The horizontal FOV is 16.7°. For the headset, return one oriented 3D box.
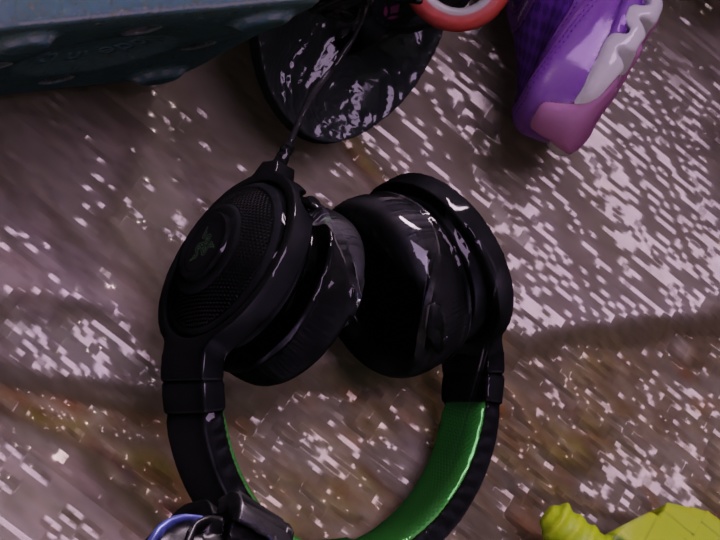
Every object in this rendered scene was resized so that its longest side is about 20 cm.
[{"bbox_3d":[0.000,0.000,0.795,0.123,0.094,0.201,0,87,-37],"label":"headset"}]

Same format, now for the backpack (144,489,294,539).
[{"bbox_3d":[-0.036,0.196,0.675,0.182,0.147,0.201,31,55,-13],"label":"backpack"}]

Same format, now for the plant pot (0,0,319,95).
[{"bbox_3d":[-0.101,-0.162,0.779,0.195,0.196,0.201,-10,87,-30],"label":"plant pot"}]

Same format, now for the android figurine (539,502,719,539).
[{"bbox_3d":[0.128,0.161,0.838,0.200,0.041,0.182,41,57,-8],"label":"android figurine"}]

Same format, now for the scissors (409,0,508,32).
[{"bbox_3d":[0.072,-0.163,0.813,0.200,0.014,0.073,-45,88,2],"label":"scissors"}]

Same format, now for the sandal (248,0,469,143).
[{"bbox_3d":[0.026,-0.136,0.850,0.075,0.048,0.201,33,83,-22],"label":"sandal"}]

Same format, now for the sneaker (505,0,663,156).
[{"bbox_3d":[0.072,-0.134,0.919,0.088,0.081,0.201,20,56,-10],"label":"sneaker"}]
